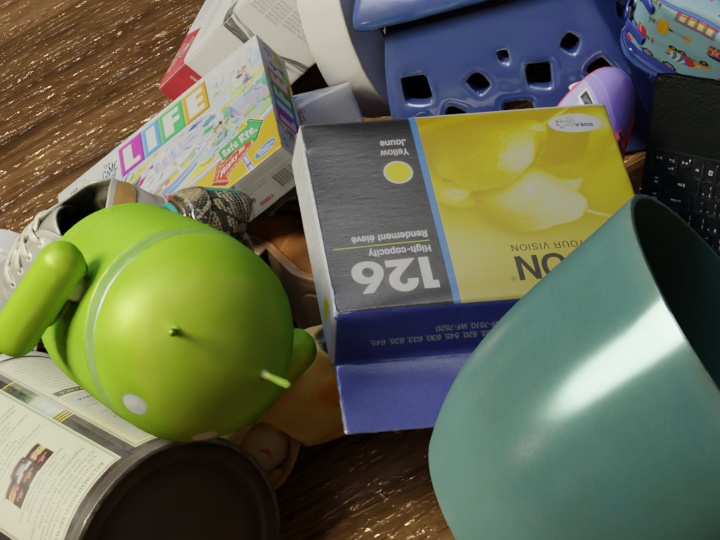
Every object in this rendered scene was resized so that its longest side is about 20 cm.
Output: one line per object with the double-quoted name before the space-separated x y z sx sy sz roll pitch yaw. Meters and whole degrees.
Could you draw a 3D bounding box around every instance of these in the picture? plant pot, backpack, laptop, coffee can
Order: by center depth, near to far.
"plant pot" 0.131 0.089 0.798 0.161 0.200 0.201 -36 32 21
"laptop" 0.200 -0.006 0.933 0.103 0.201 0.177 -5 16 -41
"coffee can" -0.165 0.143 0.977 0.199 0.147 0.146 19 57 47
"backpack" 0.256 -0.163 1.022 0.182 0.200 0.135 30 80 6
"plant pot" 0.112 -0.198 1.169 0.199 0.180 0.201 -11 40 26

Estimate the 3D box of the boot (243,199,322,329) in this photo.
"boot" 0.000 0.000 1.113 0.199 0.077 0.155 11 35 33

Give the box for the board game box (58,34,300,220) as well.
"board game box" -0.128 -0.060 1.125 0.200 0.034 0.135 -37 39 18

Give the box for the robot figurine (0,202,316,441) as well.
"robot figurine" -0.112 0.027 0.900 0.200 0.175 0.116 21 88 60

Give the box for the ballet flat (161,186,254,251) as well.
"ballet flat" -0.096 0.040 1.045 0.075 0.201 0.068 -6 26 -29

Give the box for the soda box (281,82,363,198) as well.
"soda box" -0.079 -0.090 1.220 0.068 0.064 0.199 -29 14 -35

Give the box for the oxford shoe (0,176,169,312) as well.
"oxford shoe" -0.213 -0.012 1.095 0.199 0.058 0.076 -24 46 32

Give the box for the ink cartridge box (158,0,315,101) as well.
"ink cartridge box" -0.066 -0.222 1.342 0.200 0.083 0.147 -36 24 44

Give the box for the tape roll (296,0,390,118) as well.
"tape roll" 0.010 -0.218 1.224 0.037 0.203 0.203 -5 42 26

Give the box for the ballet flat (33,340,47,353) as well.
"ballet flat" -0.156 0.062 1.124 0.199 0.046 0.068 5 75 25

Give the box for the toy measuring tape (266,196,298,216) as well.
"toy measuring tape" -0.121 -0.015 1.206 0.200 0.074 0.073 -46 38 -21

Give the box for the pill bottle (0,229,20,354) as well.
"pill bottle" -0.296 0.065 1.197 0.110 0.111 0.201 -11 39 25

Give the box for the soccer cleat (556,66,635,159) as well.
"soccer cleat" 0.138 -0.044 1.042 0.076 0.067 0.201 15 67 50

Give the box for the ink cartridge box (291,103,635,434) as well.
"ink cartridge box" 0.071 -0.008 0.929 0.196 0.047 0.201 -4 51 -11

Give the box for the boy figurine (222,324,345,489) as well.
"boy figurine" -0.025 0.071 0.996 0.200 0.124 0.065 -36 47 20
